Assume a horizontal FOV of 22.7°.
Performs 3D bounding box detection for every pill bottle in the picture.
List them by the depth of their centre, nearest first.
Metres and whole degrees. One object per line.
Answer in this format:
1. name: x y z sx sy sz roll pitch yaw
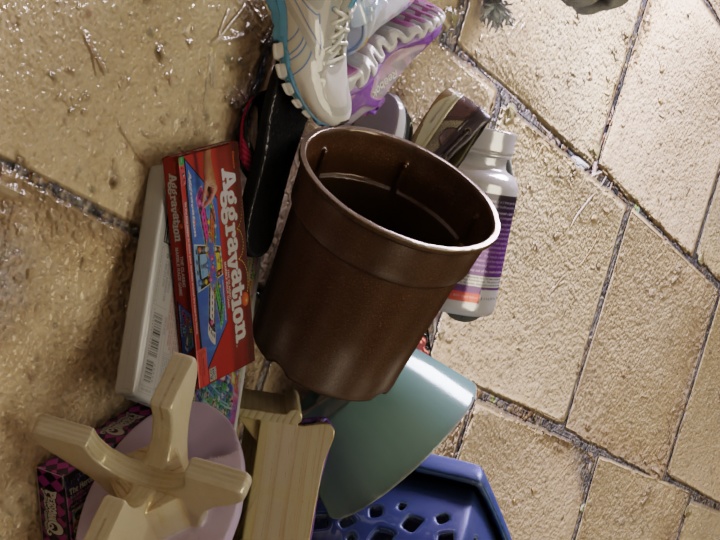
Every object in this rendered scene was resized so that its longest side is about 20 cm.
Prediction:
1. pill bottle: 0.110 -0.058 1.944 0.111 0.111 0.201 1 102 -61

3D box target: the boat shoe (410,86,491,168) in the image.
1. boat shoe: 0.069 -0.091 1.862 0.201 0.065 0.072 -62 163 11

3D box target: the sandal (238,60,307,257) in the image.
1. sandal: -0.090 -0.113 1.633 0.075 0.045 0.201 13 92 -63

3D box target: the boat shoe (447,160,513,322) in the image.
1. boat shoe: 0.128 -0.045 2.037 0.065 0.074 0.203 -125 -139 -79

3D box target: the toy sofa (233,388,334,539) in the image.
1. toy sofa: -0.087 0.218 1.705 0.083 0.097 0.201 -114 -148 -79

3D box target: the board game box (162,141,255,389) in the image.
1. board game box: -0.130 -0.007 1.562 0.103 0.019 0.201 -26 114 -63

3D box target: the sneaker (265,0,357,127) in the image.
1. sneaker: -0.033 -0.225 1.581 0.075 0.086 0.201 -37 115 -55

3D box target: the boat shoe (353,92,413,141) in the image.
1. boat shoe: 0.013 -0.079 1.808 0.057 0.068 0.201 30 74 -61

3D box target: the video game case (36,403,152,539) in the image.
1. video game case: -0.204 0.215 1.583 0.200 0.036 0.182 -33 130 -51

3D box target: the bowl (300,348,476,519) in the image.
1. bowl: 0.010 0.144 1.809 0.105 0.201 0.201 49 49 -8

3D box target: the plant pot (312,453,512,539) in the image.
1. plant pot: 0.055 0.305 1.929 0.180 0.199 0.200 -65 150 -30

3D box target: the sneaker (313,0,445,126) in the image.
1. sneaker: 0.010 -0.200 1.747 0.200 0.080 0.089 -41 143 -39

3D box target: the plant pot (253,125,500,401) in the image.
1. plant pot: 0.000 0.000 1.675 0.200 0.200 0.199 -24 146 -55

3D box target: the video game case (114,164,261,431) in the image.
1. video game case: -0.147 0.030 1.578 0.182 0.024 0.201 33 61 -60

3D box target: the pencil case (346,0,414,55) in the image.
1. pencil case: 0.019 -0.277 1.706 0.200 0.090 0.083 -43 138 -44

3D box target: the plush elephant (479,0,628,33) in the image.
1. plush elephant: 0.217 -0.351 1.957 0.164 0.154 0.201 -3 105 -60

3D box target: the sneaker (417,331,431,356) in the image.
1. sneaker: 0.024 0.046 1.867 0.074 0.086 0.201 -94 174 -57

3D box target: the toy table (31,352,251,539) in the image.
1. toy table: -0.167 0.175 1.437 0.117 0.183 0.201 79 18 -57
